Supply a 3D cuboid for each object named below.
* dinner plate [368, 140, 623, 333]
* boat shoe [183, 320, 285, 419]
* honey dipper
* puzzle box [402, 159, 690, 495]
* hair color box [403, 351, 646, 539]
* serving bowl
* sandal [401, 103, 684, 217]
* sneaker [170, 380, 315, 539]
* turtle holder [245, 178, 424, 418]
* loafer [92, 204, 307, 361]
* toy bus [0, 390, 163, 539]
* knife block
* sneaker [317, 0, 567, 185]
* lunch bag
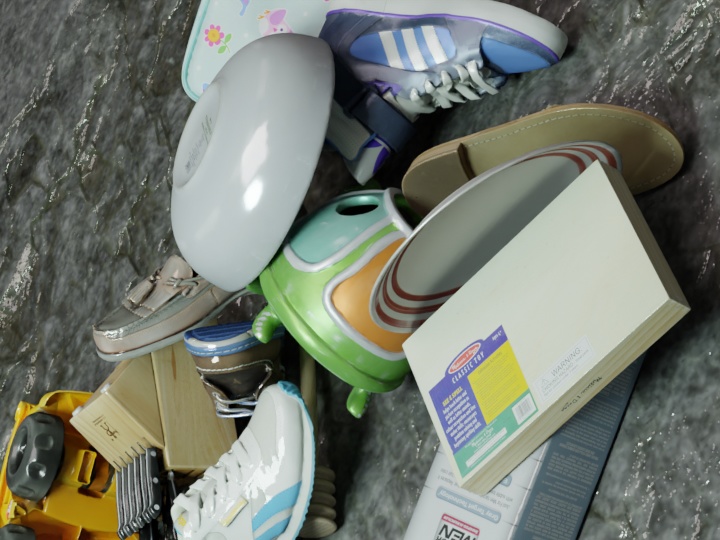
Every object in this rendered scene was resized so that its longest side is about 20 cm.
[{"bbox_3d":[0.088,-0.027,1.516,0.200,0.200,0.024,-46,65,25],"label":"dinner plate"},{"bbox_3d":[-0.085,0.075,1.709,0.072,0.200,0.072,-7,89,8],"label":"boat shoe"},{"bbox_3d":[-0.039,0.104,1.722,0.038,0.038,0.200,-26,55,39],"label":"honey dipper"},{"bbox_3d":[0.118,0.038,1.490,0.200,0.025,0.133,-44,45,25],"label":"puzzle box"},{"bbox_3d":[0.114,0.112,1.527,0.099,0.061,0.200,18,86,51],"label":"hair color box"},{"bbox_3d":[-0.092,-0.088,1.666,0.200,0.066,0.200,-54,25,40],"label":"serving bowl"},{"bbox_3d":[0.132,-0.091,1.595,0.212,0.078,0.070,-11,30,28],"label":"sandal"},{"bbox_3d":[-0.091,0.174,1.663,0.200,0.081,0.077,-71,23,14],"label":"sneaker"},{"bbox_3d":[0.007,0.008,1.658,0.141,0.186,0.132,44,106,6],"label":"turtle holder"},{"bbox_3d":[-0.126,0.002,1.764,0.200,0.063,0.072,-27,27,-19],"label":"loafer"},{"bbox_3d":[-0.250,0.203,1.859,0.192,0.136,0.200,-6,69,62],"label":"toy bus"},{"bbox_3d":[-0.132,0.139,1.783,0.064,0.176,0.200,-36,12,46],"label":"knife block"},{"bbox_3d":[0.046,-0.126,1.674,0.200,0.081,0.147,10,78,25],"label":"sneaker"},{"bbox_3d":[-0.051,-0.207,1.803,0.160,0.077,0.200,20,90,18],"label":"lunch bag"}]
